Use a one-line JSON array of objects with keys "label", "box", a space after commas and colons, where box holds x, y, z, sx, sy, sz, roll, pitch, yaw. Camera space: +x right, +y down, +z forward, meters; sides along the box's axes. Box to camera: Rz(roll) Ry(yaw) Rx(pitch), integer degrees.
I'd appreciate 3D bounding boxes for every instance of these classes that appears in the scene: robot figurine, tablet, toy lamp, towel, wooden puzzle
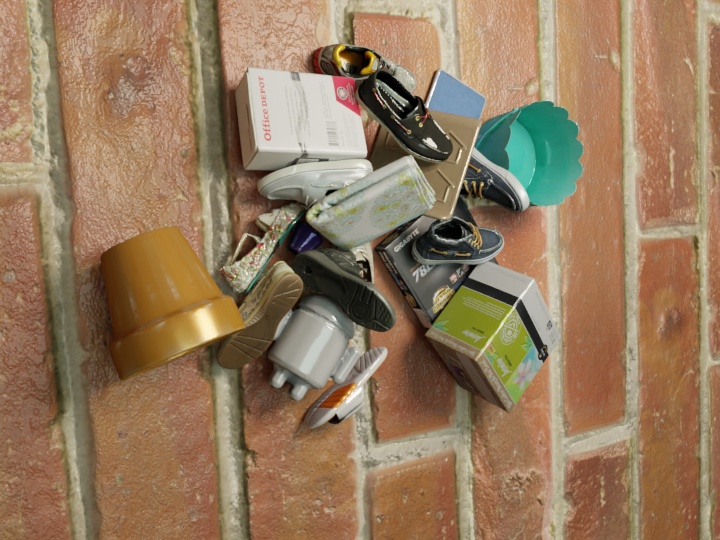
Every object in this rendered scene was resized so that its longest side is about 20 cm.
[{"label": "robot figurine", "box": [-0.083, 0.124, 1.271, 0.169, 0.113, 0.201, 35, 77, -10]}, {"label": "tablet", "box": [0.168, -0.275, 1.436, 0.129, 0.014, 0.202, 23, 83, -28]}, {"label": "toy lamp", "box": [-0.057, -0.109, 1.301, 0.058, 0.058, 0.201, 41, 75, -24]}, {"label": "towel", "box": [0.021, -0.109, 1.224, 0.199, 0.171, 0.048, -27, 69, 8]}, {"label": "wooden puzzle", "box": [0.109, -0.197, 1.341, 0.202, 0.184, 0.046, -70, 157, -9]}]

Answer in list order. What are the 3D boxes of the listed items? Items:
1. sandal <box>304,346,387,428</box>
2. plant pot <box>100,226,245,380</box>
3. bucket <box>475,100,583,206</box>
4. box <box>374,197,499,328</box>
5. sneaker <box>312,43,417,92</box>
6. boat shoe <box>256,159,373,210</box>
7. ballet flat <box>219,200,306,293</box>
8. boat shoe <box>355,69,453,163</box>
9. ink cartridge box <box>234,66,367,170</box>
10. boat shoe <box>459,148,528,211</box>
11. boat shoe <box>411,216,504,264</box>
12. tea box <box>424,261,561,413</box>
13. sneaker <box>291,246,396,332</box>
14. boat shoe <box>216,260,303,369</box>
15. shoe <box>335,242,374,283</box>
[{"label": "sandal", "box": [-0.012, 0.225, 1.336, 0.206, 0.079, 0.059, -43, 109, -21]}, {"label": "plant pot", "box": [-0.301, 0.041, 1.117, 0.199, 0.200, 0.185, -22, 87, -25]}, {"label": "bucket", "box": [0.323, -0.224, 1.454, 0.205, 0.134, 0.210, -2, 93, -28]}, {"label": "box", "box": [0.154, -0.023, 1.427, 0.200, 0.050, 0.199, -40, 111, -21]}, {"label": "sneaker", "box": [0.018, -0.351, 1.310, 0.198, 0.082, 0.079, 7, 90, -29]}, {"label": "boat shoe", "box": [-0.070, -0.136, 1.230, 0.199, 0.070, 0.072, -10, 75, -11]}, {"label": "ballet flat", "box": [-0.164, -0.053, 1.242, 0.064, 0.076, 0.201, 38, 72, -9]}, {"label": "boat shoe", "box": [0.084, -0.259, 1.254, 0.201, 0.063, 0.074, 38, 57, -15]}, {"label": "ink cartridge box", "box": [-0.102, -0.248, 1.232, 0.198, 0.083, 0.147, -2, 75, -27]}, {"label": "boat shoe", "box": [0.214, -0.158, 1.366, 0.091, 0.200, 0.071, -36, 149, -16]}, {"label": "boat shoe", "box": [0.198, -0.057, 1.359, 0.198, 0.091, 0.071, -9, 68, -26]}, {"label": "tea box", "box": [0.259, 0.127, 1.416, 0.197, 0.133, 0.200, -51, 134, -14]}, {"label": "sneaker", "box": [-0.011, 0.023, 1.251, 0.114, 0.198, 0.077, -32, 151, -61]}, {"label": "boat shoe", "box": [-0.173, 0.077, 1.228, 0.200, 0.063, 0.073, -50, 134, 5]}, {"label": "shoe", "box": [0.000, 0.000, 1.341, 0.069, 0.053, 0.202, -11, 98, -27]}]
